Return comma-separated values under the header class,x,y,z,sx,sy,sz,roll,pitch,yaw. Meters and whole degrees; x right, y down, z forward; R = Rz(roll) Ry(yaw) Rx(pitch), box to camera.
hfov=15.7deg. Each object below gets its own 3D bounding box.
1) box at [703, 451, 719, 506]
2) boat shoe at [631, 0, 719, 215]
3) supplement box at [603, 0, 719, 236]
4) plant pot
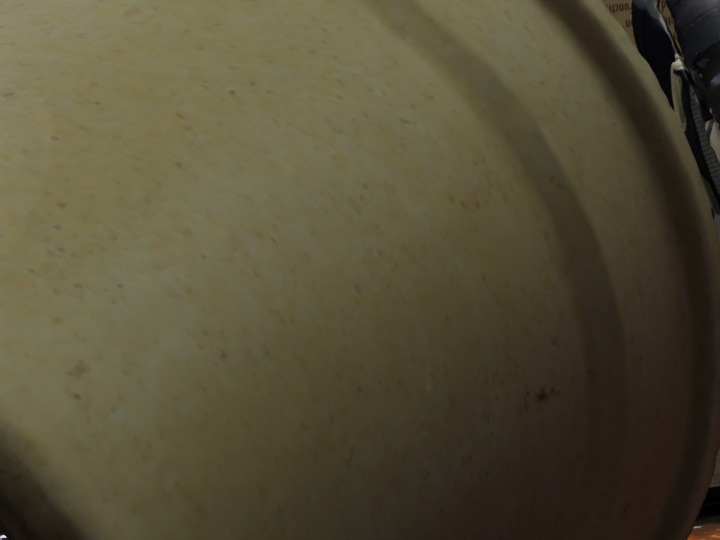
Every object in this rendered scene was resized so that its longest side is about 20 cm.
class,x,y,z,sx,sy,sz,roll,pitch,yaw
box,0.003,0.048,0.836,0.158,0.046,0.200,-6,7,-26
boat shoe,0.163,-0.045,0.990,0.074,0.093,0.200,-30,-35,2
supplement box,0.071,-0.053,1.012,0.126,0.201,0.073,-9,5,-34
plant pot,-0.054,0.034,0.448,0.199,0.201,0.183,-1,17,22
